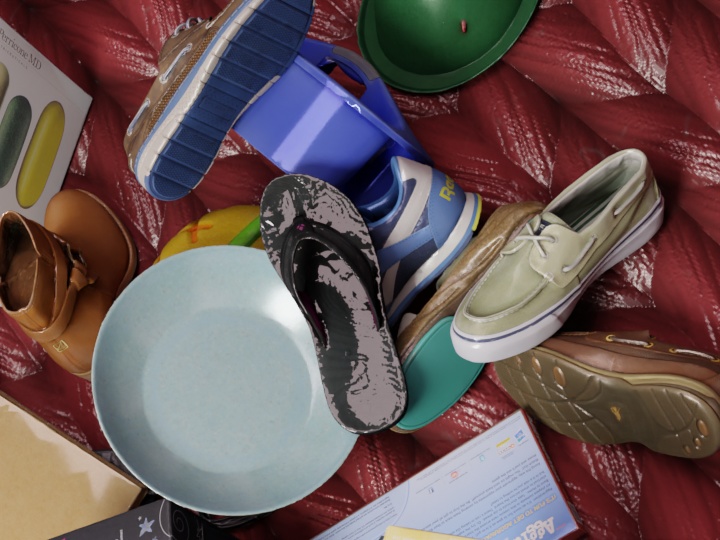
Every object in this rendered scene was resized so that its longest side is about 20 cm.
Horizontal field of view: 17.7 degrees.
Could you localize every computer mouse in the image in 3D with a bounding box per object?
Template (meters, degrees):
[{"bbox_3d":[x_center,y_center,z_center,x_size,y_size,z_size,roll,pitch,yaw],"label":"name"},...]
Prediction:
[{"bbox_3d":[-0.148,0.170,1.770,0.199,0.034,0.059,2,80,23],"label":"computer mouse"}]

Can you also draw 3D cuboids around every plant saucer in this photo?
[{"bbox_3d":[-0.094,0.082,1.664,0.200,0.039,0.202,3,71,-8],"label":"plant saucer"}]

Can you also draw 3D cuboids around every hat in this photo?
[{"bbox_3d":[0.040,-0.264,1.785,0.165,0.176,0.201,15,74,35],"label":"hat"}]

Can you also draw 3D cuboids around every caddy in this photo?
[{"bbox_3d":[-0.029,-0.121,1.778,0.105,0.141,0.200,-52,53,3],"label":"caddy"}]

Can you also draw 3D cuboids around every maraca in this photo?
[{"bbox_3d":[-0.120,0.032,1.759,0.107,0.137,0.200,38,81,11],"label":"maraca"}]

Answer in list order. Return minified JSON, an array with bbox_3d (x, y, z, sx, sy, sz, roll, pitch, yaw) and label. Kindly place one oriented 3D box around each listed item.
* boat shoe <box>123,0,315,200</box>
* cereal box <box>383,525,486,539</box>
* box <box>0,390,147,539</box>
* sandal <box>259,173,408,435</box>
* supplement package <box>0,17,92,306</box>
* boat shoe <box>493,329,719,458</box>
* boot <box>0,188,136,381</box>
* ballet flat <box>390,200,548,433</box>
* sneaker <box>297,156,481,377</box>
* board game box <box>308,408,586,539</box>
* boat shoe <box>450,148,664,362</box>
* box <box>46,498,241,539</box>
[{"bbox_3d":[-0.113,-0.152,1.713,0.200,0.072,0.072,-52,51,8],"label":"boat shoe"},{"bbox_3d":[0.116,0.218,1.482,0.143,0.200,0.040,4,68,31],"label":"cereal box"},{"bbox_3d":[-0.280,0.209,1.770,0.163,0.021,0.201,31,92,11],"label":"box"},{"bbox_3d":[-0.016,0.017,1.644,0.075,0.048,0.201,-23,76,4],"label":"sandal"},{"bbox_3d":[-0.351,-0.095,1.941,0.150,0.152,0.201,6,69,32],"label":"supplement package"},{"bbox_3d":[0.182,0.077,1.607,0.199,0.072,0.068,11,39,42],"label":"boat shoe"},{"bbox_3d":[-0.241,-0.013,1.834,0.073,0.155,0.201,-31,54,13],"label":"boot"},{"bbox_3d":[0.070,0.029,1.697,0.200,0.068,0.072,-55,33,-5],"label":"ballet flat"},{"bbox_3d":[0.000,0.000,1.717,0.200,0.082,0.074,-50,20,6],"label":"sneaker"},{"bbox_3d":[0.054,0.192,1.638,0.199,0.019,0.103,-33,57,13],"label":"board game box"},{"bbox_3d":[0.134,-0.014,1.634,0.200,0.062,0.072,-41,44,-24],"label":"boat shoe"},{"bbox_3d":[-0.143,0.286,1.640,0.114,0.132,0.201,-19,58,22],"label":"box"}]
